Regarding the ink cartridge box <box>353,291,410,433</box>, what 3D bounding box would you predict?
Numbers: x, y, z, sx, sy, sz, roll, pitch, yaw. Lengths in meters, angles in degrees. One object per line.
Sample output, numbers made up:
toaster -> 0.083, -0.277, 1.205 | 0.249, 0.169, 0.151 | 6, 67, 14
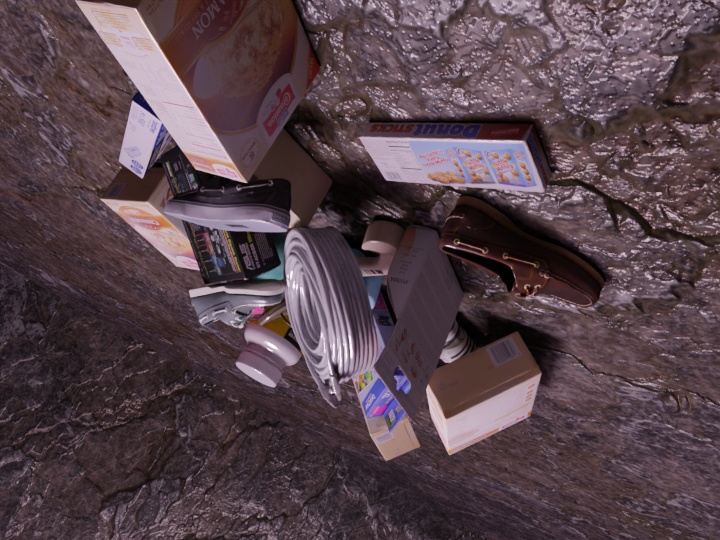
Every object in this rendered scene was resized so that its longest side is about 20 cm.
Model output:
ink cartridge box -> 0.025, 0.145, 1.094 | 0.041, 0.202, 0.120 | 0, 139, -30

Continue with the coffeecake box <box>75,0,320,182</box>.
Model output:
coffeecake box -> -0.129, -0.206, 0.607 | 0.072, 0.155, 0.201 | 17, 156, 27

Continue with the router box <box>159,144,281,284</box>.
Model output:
router box -> -0.197, -0.087, 0.942 | 0.149, 0.061, 0.204 | -5, 106, 56

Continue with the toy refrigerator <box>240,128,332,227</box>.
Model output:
toy refrigerator -> -0.133, -0.145, 0.847 | 0.069, 0.077, 0.200 | 0, 144, 50

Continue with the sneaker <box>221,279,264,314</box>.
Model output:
sneaker -> -0.198, 0.028, 1.118 | 0.072, 0.090, 0.200 | -2, 178, -12

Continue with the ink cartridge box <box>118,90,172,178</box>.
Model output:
ink cartridge box -> -0.258, -0.196, 0.867 | 0.044, 0.095, 0.199 | 34, 158, -13

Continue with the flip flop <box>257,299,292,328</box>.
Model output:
flip flop -> -0.074, 0.073, 1.130 | 0.197, 0.059, 0.081 | -2, 161, -35

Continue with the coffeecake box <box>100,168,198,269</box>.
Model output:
coffeecake box -> -0.330, -0.087, 1.196 | 0.151, 0.074, 0.200 | 7, 150, 41

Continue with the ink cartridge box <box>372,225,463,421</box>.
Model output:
ink cartridge box -> 0.067, 0.070, 0.893 | 0.049, 0.202, 0.163 | 14, 154, 32

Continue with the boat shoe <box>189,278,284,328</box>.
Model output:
boat shoe -> -0.174, 0.049, 0.971 | 0.197, 0.063, 0.072 | -4, -174, 43

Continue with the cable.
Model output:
cable -> -0.043, 0.043, 0.870 | 0.200, 0.068, 0.204 | -130, 34, -53

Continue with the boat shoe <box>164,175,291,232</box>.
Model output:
boat shoe -> -0.159, -0.088, 0.817 | 0.197, 0.068, 0.069 | 5, 171, 40

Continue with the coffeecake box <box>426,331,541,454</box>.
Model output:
coffeecake box -> 0.184, 0.193, 1.036 | 0.201, 0.151, 0.074 | 73, 171, -60

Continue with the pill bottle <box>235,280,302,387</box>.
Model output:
pill bottle -> -0.137, 0.097, 1.200 | 0.110, 0.202, 0.112 | 24, 159, 10

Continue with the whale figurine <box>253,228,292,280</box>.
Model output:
whale figurine -> -0.181, -0.042, 1.087 | 0.197, 0.105, 0.159 | 10, 152, 40

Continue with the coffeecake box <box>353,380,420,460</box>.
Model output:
coffeecake box -> 0.034, 0.216, 1.234 | 0.072, 0.203, 0.154 | -21, 147, 1

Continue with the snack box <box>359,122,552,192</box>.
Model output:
snack box -> 0.092, -0.118, 0.697 | 0.197, 0.025, 0.072 | 11, 150, 39

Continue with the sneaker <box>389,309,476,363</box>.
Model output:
sneaker -> 0.107, 0.127, 1.131 | 0.199, 0.076, 0.115 | -5, 139, 50

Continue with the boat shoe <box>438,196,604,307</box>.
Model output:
boat shoe -> 0.180, -0.004, 0.773 | 0.197, 0.071, 0.071 | 28, 157, 0

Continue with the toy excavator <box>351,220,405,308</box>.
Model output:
toy excavator -> 0.000, 0.000, 0.999 | 0.196, 0.101, 0.195 | -1, 145, 28
